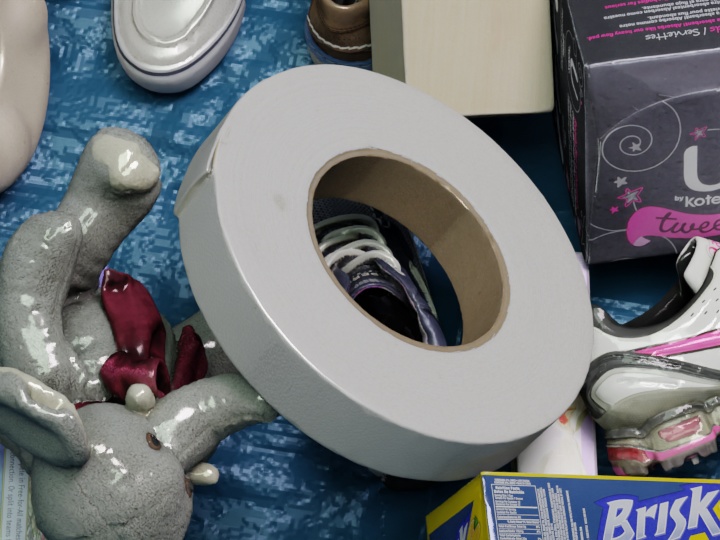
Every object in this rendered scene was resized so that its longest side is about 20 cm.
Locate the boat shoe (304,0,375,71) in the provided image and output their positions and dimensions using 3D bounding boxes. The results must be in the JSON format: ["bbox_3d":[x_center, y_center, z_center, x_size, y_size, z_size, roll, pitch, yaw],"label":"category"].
[{"bbox_3d":[0.032,-0.193,1.350,0.072,0.072,0.201,19,70,9],"label":"boat shoe"}]

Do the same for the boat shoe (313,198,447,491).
[{"bbox_3d":[0.000,0.000,1.262,0.074,0.093,0.201,-23,69,-7],"label":"boat shoe"}]

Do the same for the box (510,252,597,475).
[{"bbox_3d":[0.091,0.089,1.251,0.038,0.041,0.201,0,69,0],"label":"box"}]

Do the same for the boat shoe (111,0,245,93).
[{"bbox_3d":[-0.080,-0.190,1.354,0.071,0.070,0.201,17,69,8],"label":"boat shoe"}]

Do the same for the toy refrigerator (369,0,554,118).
[{"bbox_3d":[0.044,-0.174,1.279,0.075,0.070,0.201,-4,92,-14],"label":"toy refrigerator"}]

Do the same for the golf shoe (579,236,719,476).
[{"bbox_3d":[0.193,0.020,1.239,0.199,0.073,0.093,-24,93,-17],"label":"golf shoe"}]

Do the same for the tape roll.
[{"bbox_3d":[0.012,-0.001,1.172,0.202,0.037,0.204,21,46,-23],"label":"tape roll"}]

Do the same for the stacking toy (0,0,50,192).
[{"bbox_3d":[-0.266,-0.105,1.314,0.199,0.146,0.147,-2,66,20],"label":"stacking toy"}]

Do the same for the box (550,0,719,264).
[{"bbox_3d":[0.195,-0.093,1.260,0.199,0.133,0.115,-6,43,0],"label":"box"}]

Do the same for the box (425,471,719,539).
[{"bbox_3d":[0.134,0.132,1.182,0.199,0.070,0.065,4,66,-21],"label":"box"}]

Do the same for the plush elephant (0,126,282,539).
[{"bbox_3d":[-0.104,0.064,1.154,0.200,0.165,0.155,-39,39,-11],"label":"plush elephant"}]

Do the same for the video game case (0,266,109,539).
[{"bbox_3d":[-0.211,0.094,1.255,0.180,0.045,0.201,0,68,1],"label":"video game case"}]
